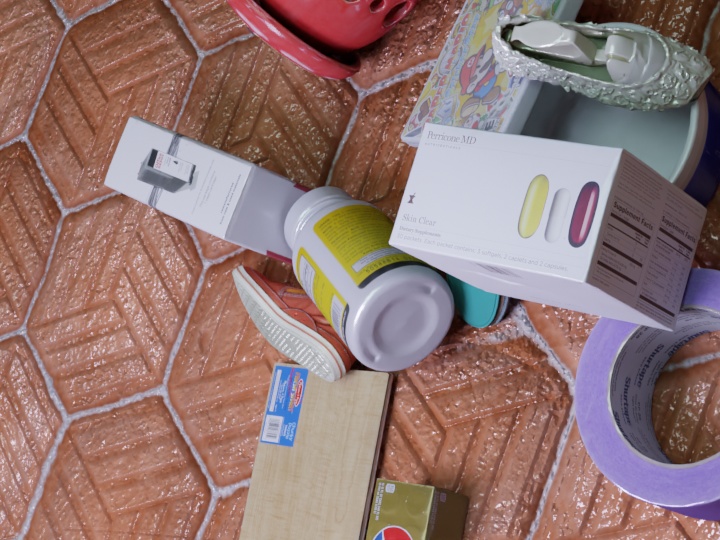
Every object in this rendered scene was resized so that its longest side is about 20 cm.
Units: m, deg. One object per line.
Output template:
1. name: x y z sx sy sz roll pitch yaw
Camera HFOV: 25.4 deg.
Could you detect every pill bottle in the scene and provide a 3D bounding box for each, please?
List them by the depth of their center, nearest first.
1. pill bottle: 0.000 0.000 1.548 0.112 0.111 0.200 -52 41 11

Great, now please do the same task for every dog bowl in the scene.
1. dog bowl: 0.230 -0.118 1.452 0.199 0.079 0.202 -12 69 33

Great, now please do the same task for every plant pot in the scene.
1. plant pot: -0.035 -0.315 1.638 0.183 0.200 0.201 -49 53 17

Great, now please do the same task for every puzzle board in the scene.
1. puzzle board: -0.044 0.196 1.593 0.150 0.017 0.201 2 76 38

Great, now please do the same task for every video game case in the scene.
1. video game case: 0.129 -0.207 1.518 0.182 0.023 0.201 11 73 61

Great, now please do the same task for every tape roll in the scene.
1. tape roll: 0.285 0.104 1.336 0.199 0.085 0.201 -13 68 34

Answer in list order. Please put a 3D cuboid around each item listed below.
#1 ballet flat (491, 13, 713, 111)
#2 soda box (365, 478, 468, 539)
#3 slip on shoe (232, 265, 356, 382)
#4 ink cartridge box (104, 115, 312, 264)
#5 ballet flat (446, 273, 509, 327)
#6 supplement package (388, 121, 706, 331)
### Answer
1. ballet flat: 0.201 -0.184 1.379 0.199 0.072 0.072 12 82 23
2. soda box: 0.040 0.297 1.466 0.067 0.064 0.201 3 77 37
3. slip on shoe: -0.065 0.046 1.633 0.061 0.074 0.200 -36 41 -21
4. ink cartridge box: -0.148 -0.081 1.676 0.199 0.146 0.083 23 91 40
5. ballet flat: 0.111 -0.039 1.481 0.074 0.201 0.074 -8 38 6
6. supplement package: 0.156 -0.038 1.327 0.199 0.155 0.112 11 81 40
